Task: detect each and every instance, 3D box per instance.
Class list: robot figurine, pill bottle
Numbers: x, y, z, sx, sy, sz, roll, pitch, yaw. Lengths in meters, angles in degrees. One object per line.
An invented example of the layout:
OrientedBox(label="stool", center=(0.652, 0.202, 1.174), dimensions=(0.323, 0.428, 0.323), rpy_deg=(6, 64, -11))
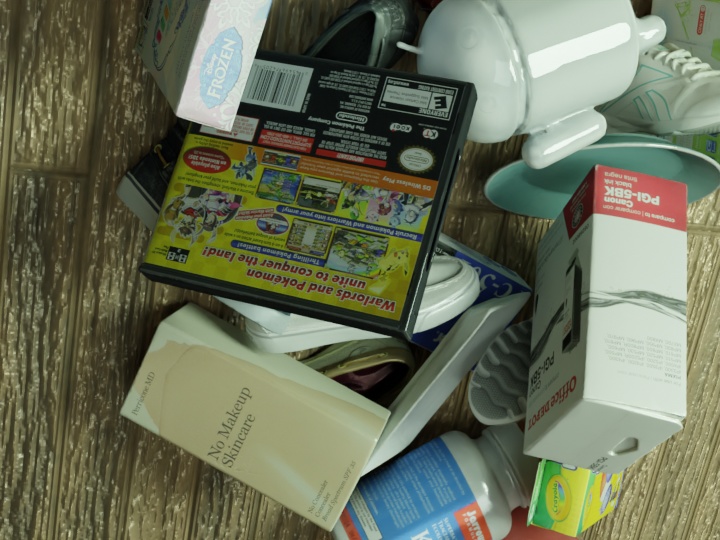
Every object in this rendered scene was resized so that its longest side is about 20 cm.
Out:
OrientedBox(label="robot figurine", center=(0.126, -0.164, 0.834), dimensions=(0.198, 0.113, 0.171), rpy_deg=(-20, 86, -14))
OrientedBox(label="pill bottle", center=(0.072, 0.220, 1.044), dimensions=(0.199, 0.112, 0.113), rpy_deg=(-28, 118, -5))

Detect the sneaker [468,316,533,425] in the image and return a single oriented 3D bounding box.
OrientedBox(label="sneaker", center=(0.174, 0.074, 1.009), dimensions=(0.200, 0.075, 0.082), rpy_deg=(-41, 156, -22))

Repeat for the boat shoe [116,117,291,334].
OrientedBox(label="boat shoe", center=(-0.103, -0.042, 0.838), dimensions=(0.091, 0.200, 0.071), rpy_deg=(-51, 149, 4))

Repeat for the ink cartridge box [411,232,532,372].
OrientedBox(label="ink cartridge box", center=(0.047, 0.008, 0.986), dimensions=(0.199, 0.044, 0.094), rpy_deg=(27, 103, -26))

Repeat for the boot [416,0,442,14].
OrientedBox(label="boot", center=(0.073, -0.199, 0.897), dimensions=(0.198, 0.072, 0.146), rpy_deg=(-4, 114, -21))

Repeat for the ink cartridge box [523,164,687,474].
OrientedBox(label="ink cartridge box", center=(0.195, 0.042, 0.894), dimensions=(0.082, 0.202, 0.147), rpy_deg=(12, 152, -6))

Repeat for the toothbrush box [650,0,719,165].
OrientedBox(label="toothbrush box", center=(0.335, -0.148, 0.923), dimensions=(0.085, 0.200, 0.147), rpy_deg=(-13, 116, -30))

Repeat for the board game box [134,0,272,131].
OrientedBox(label="board game box", center=(-0.095, -0.219, 0.758), dimensions=(0.043, 0.199, 0.202), rpy_deg=(14, 107, -23))

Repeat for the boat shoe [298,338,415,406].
OrientedBox(label="boat shoe", center=(-0.039, 0.119, 0.990), dimensions=(0.199, 0.066, 0.074), rpy_deg=(-36, 118, -2))

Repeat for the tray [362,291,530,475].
OrientedBox(label="tray", center=(0.066, 0.094, 0.970), dimensions=(0.201, 0.022, 0.107), rpy_deg=(-54, 162, 23))

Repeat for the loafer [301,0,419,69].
OrientedBox(label="loafer", center=(-0.034, -0.133, 0.860), dimensions=(0.068, 0.070, 0.201), rpy_deg=(46, 119, 9))

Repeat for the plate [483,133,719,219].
OrientedBox(label="plate", center=(0.202, -0.081, 0.939), dimensions=(0.198, 0.200, 0.026), rpy_deg=(6, 74, -20))

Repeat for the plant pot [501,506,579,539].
OrientedBox(label="plant pot", center=(0.168, 0.332, 1.075), dimensions=(0.198, 0.178, 0.202), rpy_deg=(-11, 123, -18))

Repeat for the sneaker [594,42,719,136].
OrientedBox(label="sneaker", center=(0.252, -0.147, 0.909), dimensions=(0.070, 0.199, 0.081), rpy_deg=(-3, 96, -35))

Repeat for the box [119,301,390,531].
OrientedBox(label="box", center=(-0.085, 0.117, 0.921), dimensions=(0.199, 0.078, 0.096), rpy_deg=(27, 103, 5))

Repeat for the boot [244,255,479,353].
OrientedBox(label="boot", center=(0.000, 0.000, 0.899), dimensions=(0.198, 0.074, 0.096), rpy_deg=(-13, 124, -10))

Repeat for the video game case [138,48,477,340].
OrientedBox(label="video game case", center=(-0.036, -0.060, 0.776), dimensions=(0.198, 0.026, 0.182), rpy_deg=(12, 74, 17))

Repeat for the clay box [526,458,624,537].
OrientedBox(label="clay box", center=(0.207, 0.173, 1.026), dimensions=(0.200, 0.047, 0.116), rpy_deg=(5, 97, -66))
